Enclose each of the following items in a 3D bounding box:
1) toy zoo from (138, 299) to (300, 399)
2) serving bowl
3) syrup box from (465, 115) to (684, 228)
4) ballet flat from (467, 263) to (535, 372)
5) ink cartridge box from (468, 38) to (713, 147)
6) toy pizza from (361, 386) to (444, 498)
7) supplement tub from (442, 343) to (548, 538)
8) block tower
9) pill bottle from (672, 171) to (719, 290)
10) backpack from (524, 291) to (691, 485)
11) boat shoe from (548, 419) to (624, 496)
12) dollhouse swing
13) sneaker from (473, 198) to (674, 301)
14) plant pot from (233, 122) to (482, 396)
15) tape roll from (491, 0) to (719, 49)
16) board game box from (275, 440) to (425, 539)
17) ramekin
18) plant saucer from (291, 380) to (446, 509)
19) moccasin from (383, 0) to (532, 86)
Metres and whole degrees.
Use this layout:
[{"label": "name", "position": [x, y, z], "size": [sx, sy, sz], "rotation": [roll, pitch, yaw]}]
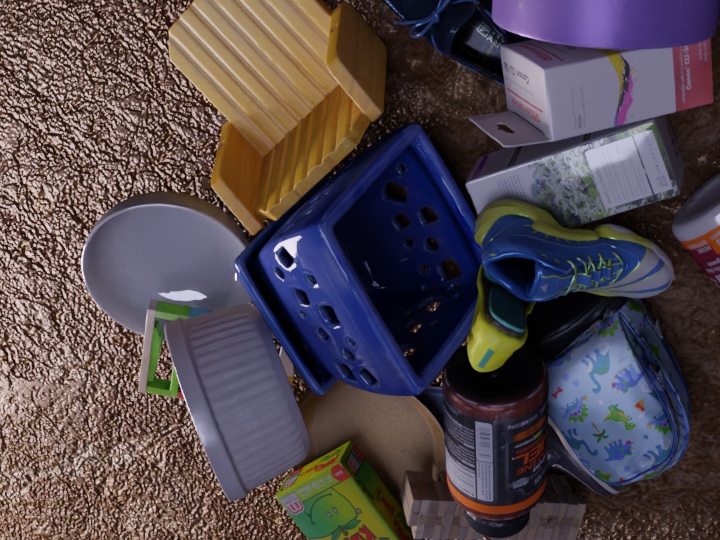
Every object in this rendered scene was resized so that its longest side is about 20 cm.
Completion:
[{"label": "toy zoo", "position": [-0.154, 0.105, 1.378], "size": [0.197, 0.021, 0.133], "rotation": [11, 128, -6]}, {"label": "serving bowl", "position": [-0.211, -0.014, 1.339], "size": [0.196, 0.066, 0.202], "rotation": [2, 131, 2]}, {"label": "syrup box", "position": [0.210, -0.094, 1.168], "size": [0.198, 0.082, 0.080], "rotation": [-17, 109, 25]}, {"label": "ballet flat", "position": [0.134, 0.038, 1.149], "size": [0.066, 0.200, 0.068], "rotation": [27, 116, 1]}, {"label": "ink cartridge box", "position": [0.202, -0.173, 1.071], "size": [0.197, 0.117, 0.068], "rotation": [-14, 113, -9]}, {"label": "toy pizza", "position": [0.094, 0.220, 1.375], "size": [0.197, 0.032, 0.203], "rotation": [7, 115, 14]}, {"label": "supplement tub", "position": [0.137, 0.175, 1.195], "size": [0.105, 0.107, 0.202], "rotation": [6, 128, 16]}, {"label": "block tower", "position": [0.144, 0.261, 1.312], "size": [0.197, 0.058, 0.055], "rotation": [5, 117, -11]}, {"label": "pill bottle", "position": [0.399, 0.000, 1.131], "size": [0.109, 0.110, 0.200], "rotation": [-38, 97, 28]}, {"label": "backpack", "position": [0.257, 0.121, 1.227], "size": [0.162, 0.154, 0.201], "rotation": [-31, 113, 20]}, {"label": "boat shoe", "position": [0.203, 0.178, 1.299], "size": [0.200, 0.073, 0.063], "rotation": [43, 123, 1]}, {"label": "dollhouse swing", "position": [-0.101, -0.190, 1.191], "size": [0.175, 0.183, 0.199], "rotation": [37, 122, -24]}, {"label": "sneaker", "position": [0.198, 0.003, 1.119], "size": [0.197, 0.106, 0.077], "rotation": [15, 129, 3]}, {"label": "plant pot", "position": [0.000, 0.000, 1.206], "size": [0.178, 0.200, 0.201], "rotation": [-16, 113, 45]}, {"label": "tape roll", "position": [0.214, -0.257, 1.028], "size": [0.197, 0.200, 0.086], "rotation": [7, 116, 15]}, {"label": "board game box", "position": [0.004, 0.303, 1.355], "size": [0.101, 0.048, 0.201], "rotation": [-31, 101, 27]}, {"label": "ramekin", "position": [-0.126, 0.133, 1.263], "size": [0.104, 0.200, 0.203], "rotation": [-21, 107, -5]}, {"label": "plant saucer", "position": [0.012, 0.202, 1.354], "size": [0.197, 0.035, 0.203], "rotation": [7, 115, 15]}, {"label": "moccasin", "position": [0.100, -0.243, 1.147], "size": [0.198, 0.068, 0.081], "rotation": [29, 119, 4]}]
